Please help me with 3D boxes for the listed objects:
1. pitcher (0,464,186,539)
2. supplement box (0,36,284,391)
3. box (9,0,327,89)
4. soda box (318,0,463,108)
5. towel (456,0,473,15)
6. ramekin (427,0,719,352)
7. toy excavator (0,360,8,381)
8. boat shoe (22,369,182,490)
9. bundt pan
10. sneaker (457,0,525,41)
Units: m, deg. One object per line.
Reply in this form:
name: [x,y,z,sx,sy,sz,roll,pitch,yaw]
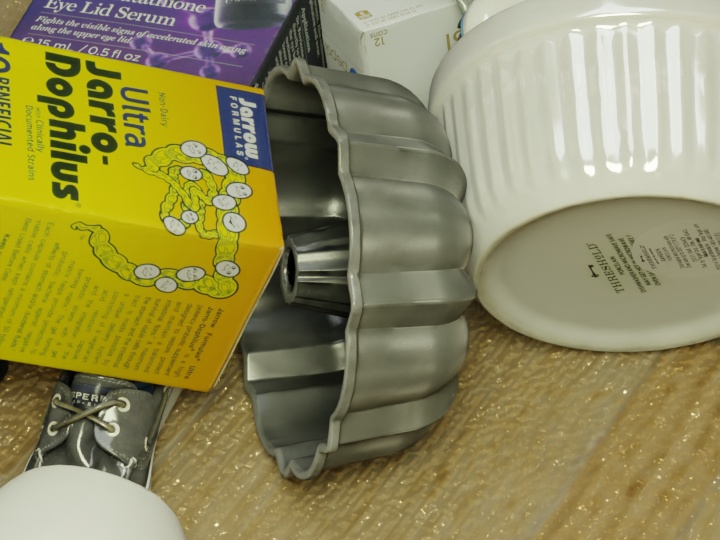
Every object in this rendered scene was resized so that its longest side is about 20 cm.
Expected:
pitcher: [-0.116,0.198,1.158,0.171,0.121,0.201,17,57,-5]
supplement box: [-0.149,-0.031,1.261,0.199,0.110,0.109,10,46,-20]
box: [-0.090,-0.134,1.478,0.147,0.105,0.201,9,47,16]
soda box: [0.081,-0.143,1.447,0.199,0.064,0.068,-18,34,-16]
towel: [0.122,-0.208,1.392,0.199,0.193,0.035,-29,14,-13]
ramekin: [0.131,-0.042,1.299,0.199,0.200,0.106,-2,60,5]
toy excavator: [-0.272,-0.002,1.385,0.199,0.100,0.195,16,48,33]
boat shoe: [-0.125,0.070,1.306,0.069,0.066,0.201,9,47,16]
bundt pan: [0.000,0.000,1.281,0.075,0.203,0.202,0,42,-18]
sneaker: [0.147,-0.117,1.343,0.199,0.073,0.072,6,61,-15]
